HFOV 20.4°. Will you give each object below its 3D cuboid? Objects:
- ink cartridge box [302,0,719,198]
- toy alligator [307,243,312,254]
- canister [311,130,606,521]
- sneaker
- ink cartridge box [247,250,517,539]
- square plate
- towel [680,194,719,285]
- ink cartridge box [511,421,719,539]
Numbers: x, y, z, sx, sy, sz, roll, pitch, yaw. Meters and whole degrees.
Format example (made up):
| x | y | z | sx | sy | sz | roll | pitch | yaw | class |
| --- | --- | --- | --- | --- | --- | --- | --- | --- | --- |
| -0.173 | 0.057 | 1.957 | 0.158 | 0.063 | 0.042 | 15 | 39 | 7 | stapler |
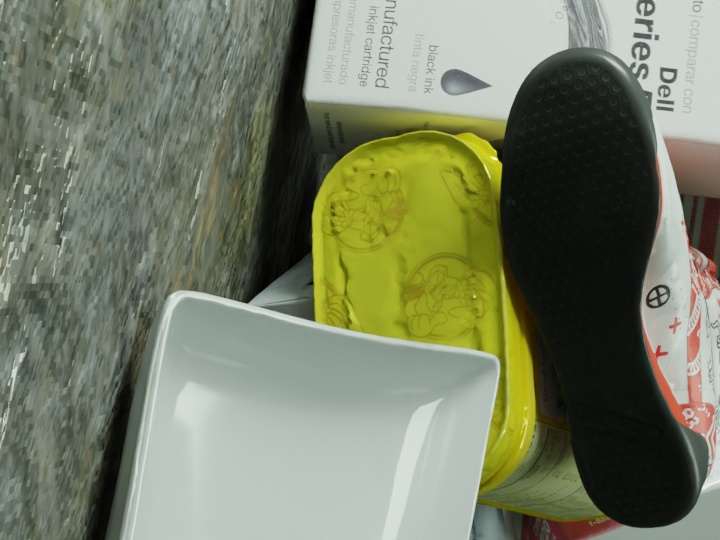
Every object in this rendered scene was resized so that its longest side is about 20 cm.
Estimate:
| x | y | z | sx | sy | sz | roll | pitch | yaw | class |
| --- | --- | --- | --- | --- | --- | --- | --- | --- | --- |
| 0.084 | -0.118 | 0.866 | 0.084 | 0.199 | 0.146 | 78 | 18 | -77 | ink cartridge box |
| 0.000 | 0.000 | 1.030 | 0.054 | 0.059 | 0.201 | -68 | 156 | -57 | toy alligator |
| 0.062 | 0.035 | 0.887 | 0.200 | 0.086 | 0.149 | 23 | 60 | -61 | canister |
| 0.109 | -0.006 | 0.825 | 0.108 | 0.067 | 0.202 | -52 | 131 | -61 | sneaker |
| 0.026 | 0.072 | 0.946 | 0.200 | 0.040 | 0.200 | -43 | 122 | -60 | ink cartridge box |
| -0.030 | 0.115 | 0.696 | 0.200 | 0.028 | 0.199 | 14 | 87 | -54 | square plate |
| 0.184 | -0.026 | 0.904 | 0.200 | 0.030 | 0.147 | 170 | -71 | -73 | towel |
| 0.127 | 0.066 | 1.069 | 0.085 | 0.145 | 0.200 | 88 | -21 | -49 | ink cartridge box |
